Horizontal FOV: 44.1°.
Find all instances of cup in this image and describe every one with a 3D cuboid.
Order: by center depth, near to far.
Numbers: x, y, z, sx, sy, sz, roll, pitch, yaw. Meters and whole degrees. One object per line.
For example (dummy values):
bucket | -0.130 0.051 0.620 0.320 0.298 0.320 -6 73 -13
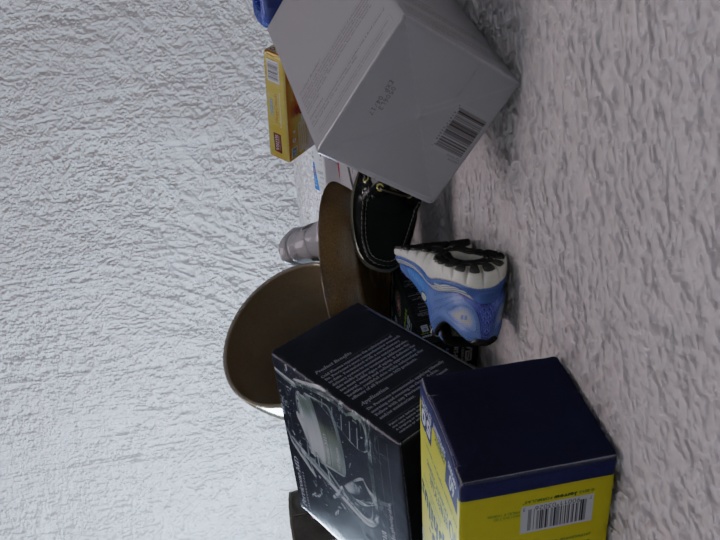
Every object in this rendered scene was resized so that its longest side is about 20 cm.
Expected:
cup | -0.055 0.114 1.132 0.144 0.197 0.203 51 -163 -45

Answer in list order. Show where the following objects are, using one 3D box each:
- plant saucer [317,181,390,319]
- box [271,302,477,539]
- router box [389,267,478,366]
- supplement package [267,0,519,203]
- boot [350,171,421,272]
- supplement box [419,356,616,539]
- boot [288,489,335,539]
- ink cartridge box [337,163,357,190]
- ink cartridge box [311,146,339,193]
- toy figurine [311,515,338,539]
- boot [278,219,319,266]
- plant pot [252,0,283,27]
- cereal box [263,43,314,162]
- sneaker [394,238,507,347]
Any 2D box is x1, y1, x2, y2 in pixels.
plant saucer | 0.000 0.000 0.987 0.200 0.035 0.206 -8 -90 -76
box | 0.028 0.171 0.855 0.195 0.122 0.204 28 134 47
router box | 0.075 0.104 0.968 0.151 0.061 0.204 -109 14 -53
supplement package | 0.018 -0.176 0.720 0.122 0.118 0.202 -53 37 27
boot | 0.041 -0.110 0.864 0.154 0.072 0.209 135 146 -78
supplement box | 0.106 0.183 0.643 0.109 0.107 0.204 -111 15 -59
boot | -0.002 0.362 1.270 0.183 0.195 0.074 -112 16 -61
ink cartridge box | 0.018 -0.156 1.068 0.201 0.081 0.150 99 163 -66
ink cartridge box | -0.036 -0.229 1.392 0.146 0.082 0.205 -137 40 -77
toy figurine | 0.024 0.271 1.062 0.152 0.179 0.203 92 167 -51
boot | -0.036 -0.056 1.205 0.199 0.094 0.075 -23 -82 -62
plant pot | -0.025 -0.348 0.853 0.200 0.175 0.205 -118 22 -68
cereal box | -0.044 -0.248 1.135 0.039 0.200 0.146 24 137 27
sneaker | 0.078 0.022 0.812 0.200 0.076 0.092 -133 39 -77
